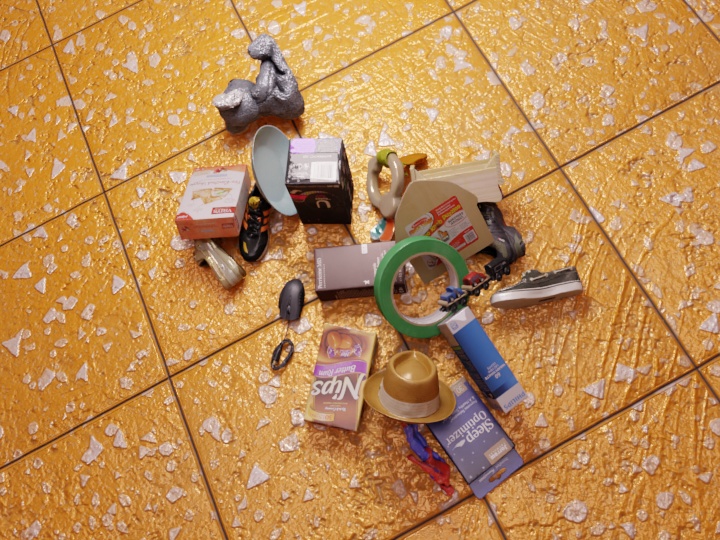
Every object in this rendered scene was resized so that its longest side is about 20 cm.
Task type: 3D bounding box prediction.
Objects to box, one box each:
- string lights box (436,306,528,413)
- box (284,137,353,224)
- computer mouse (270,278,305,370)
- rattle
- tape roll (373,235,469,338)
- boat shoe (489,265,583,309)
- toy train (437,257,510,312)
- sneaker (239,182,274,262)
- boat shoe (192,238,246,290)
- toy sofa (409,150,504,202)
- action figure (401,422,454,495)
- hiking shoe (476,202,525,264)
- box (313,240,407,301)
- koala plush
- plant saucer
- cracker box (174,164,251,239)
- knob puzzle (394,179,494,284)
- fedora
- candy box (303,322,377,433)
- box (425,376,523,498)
[{"bbox_3d":[0.233,0.174,1.219,0.058,0.103,0.202,-34,86,-6],"label":"string lights box"},{"bbox_3d":[-0.085,-0.188,1.357,0.119,0.201,0.109,1,70,7],"label":"box"},{"bbox_3d":[-0.160,0.113,1.351,0.057,0.034,0.205,6,72,8],"label":"computer mouse"},{"bbox_3d":[0.088,-0.164,1.415,0.128,0.141,0.205,-19,77,38],"label":"rattle"},{"bbox_3d":[0.126,0.034,1.278,0.195,0.048,0.206,-2,101,-12],"label":"tape roll"},{"bbox_3d":[0.359,0.034,1.299,0.195,0.071,0.065,-9,70,-5],"label":"boat shoe"},{"bbox_3d":[0.229,0.026,1.258,0.198,0.034,0.047,-31,110,-27],"label":"toy train"},{"bbox_3d":[-0.238,-0.124,1.412,0.068,0.090,0.205,9,70,11],"label":"sneaker"},{"bbox_3d":[-0.342,-0.036,1.405,0.199,0.074,0.067,41,82,23],"label":"boat shoe"},{"bbox_3d":[0.203,-0.187,1.326,0.195,0.083,0.100,-9,104,9],"label":"toy sofa"},{"bbox_3d":[0.119,0.349,1.213,0.051,0.065,0.202,-38,84,21],"label":"action figure"},{"bbox_3d":[0.262,-0.089,1.346,0.100,0.076,0.201,-36,71,-10],"label":"hiking shoe"},{"bbox_3d":[0.000,0.000,1.351,0.195,0.075,0.103,-7,70,7],"label":"box"},{"bbox_3d":[-0.250,-0.408,1.477,0.197,0.178,0.186,-31,80,-9],"label":"koala plush"},{"bbox_3d":[-0.192,-0.218,1.397,0.038,0.200,0.206,-12,68,26],"label":"plant saucer"},{"bbox_3d":[-0.327,-0.158,1.409,0.130,0.059,0.203,-4,43,4],"label":"cracker box"},{"bbox_3d":[0.155,-0.100,1.297,0.214,0.031,0.225,-1,109,-3],"label":"knob puzzle"},{"bbox_3d":[0.097,0.212,1.200,0.195,0.201,0.084,10,110,10],"label":"fedora"},{"bbox_3d":[-0.038,0.220,1.287,0.114,0.057,0.205,9,73,9],"label":"candy box"},{"bbox_3d":[0.217,0.326,1.231,0.120,0.032,0.201,-35,71,-6],"label":"box"}]
